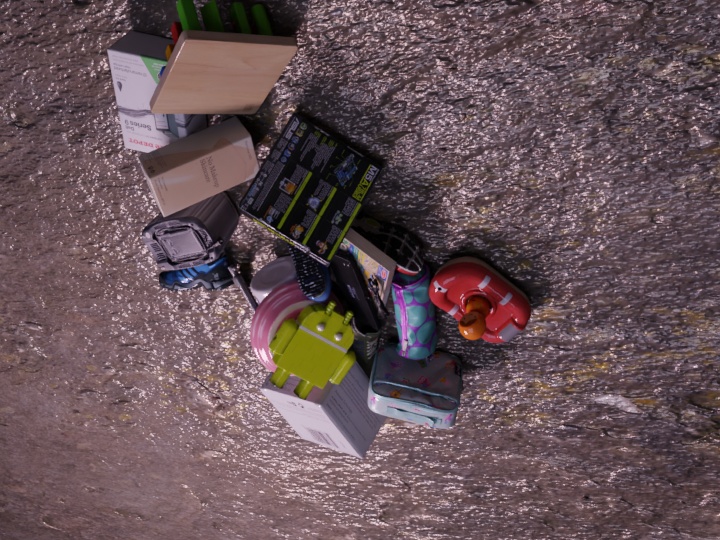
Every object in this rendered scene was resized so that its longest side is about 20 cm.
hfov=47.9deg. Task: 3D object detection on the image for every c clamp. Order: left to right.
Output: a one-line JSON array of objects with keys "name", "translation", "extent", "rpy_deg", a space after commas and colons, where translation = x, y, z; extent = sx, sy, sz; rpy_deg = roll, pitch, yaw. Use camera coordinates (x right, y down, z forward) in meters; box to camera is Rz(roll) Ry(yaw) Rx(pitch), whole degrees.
[{"name": "c clamp", "translation": [-0.226, 0.073, 1.691], "extent": [0.027, 0.171, 0.203], "rpy_deg": [-29, 102, -8]}]

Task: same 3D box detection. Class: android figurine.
[{"name": "android figurine", "translation": [-0.089, 0.152, 1.575], "extent": [0.181, 0.041, 0.202], "rpy_deg": [32, 97, -30]}]

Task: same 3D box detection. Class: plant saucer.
[{"name": "plant saucer", "translation": [-0.118, 0.121, 1.601], "extent": [0.197, 0.051, 0.205], "rpy_deg": [-9, 113, -21]}]

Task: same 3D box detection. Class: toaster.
[{"name": "toaster", "translation": [-0.330, -0.086, 1.620], "extent": [0.197, 0.130, 0.115], "rpy_deg": [-11, 123, 31]}]

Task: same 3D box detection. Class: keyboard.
[{"name": "keyboard", "translation": [0.005, 0.042, 1.540], "extent": [0.126, 0.021, 0.202], "rpy_deg": [25, 151, 38]}]

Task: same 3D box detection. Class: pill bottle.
[{"name": "pill bottle", "translation": [-0.134, 0.083, 1.677], "extent": [0.118, 0.120, 0.202], "rpy_deg": [-8, 124, 29]}]

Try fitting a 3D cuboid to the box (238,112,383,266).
[{"name": "box", "translation": [-0.088, -0.143, 1.431], "extent": [0.191, 0.202, 0.047], "rpy_deg": [30, 170, -6]}]

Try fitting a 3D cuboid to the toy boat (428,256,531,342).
[{"name": "toy boat", "translation": [0.215, 0.074, 1.506], "extent": [0.199, 0.132, 0.131], "rpy_deg": [36, 132, -7]}]

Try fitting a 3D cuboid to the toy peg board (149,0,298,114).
[{"name": "toy peg board", "translation": [-0.238, -0.357, 1.345], "extent": [0.199, 0.197, 0.100], "rpy_deg": [-40, 62, 52]}]

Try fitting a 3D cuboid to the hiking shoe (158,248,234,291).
[{"name": "hiking shoe", "translation": [-0.357, -0.004, 1.753], "extent": [0.196, 0.074, 0.089], "rpy_deg": [-2, 101, 27]}]

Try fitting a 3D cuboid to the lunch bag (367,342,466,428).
[{"name": "lunch bag", "translation": [0.116, 0.236, 1.652], "extent": [0.196, 0.162, 0.078], "rpy_deg": [11, 131, 4]}]

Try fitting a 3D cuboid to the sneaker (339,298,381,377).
[{"name": "sneaker", "translation": [0.007, 0.142, 1.696], "extent": [0.088, 0.067, 0.203], "rpy_deg": [-7, 121, 34]}]

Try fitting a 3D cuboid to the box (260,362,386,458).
[{"name": "box", "translation": [-0.074, 0.279, 1.750], "extent": [0.196, 0.132, 0.201], "rpy_deg": [6, 141, 43]}]

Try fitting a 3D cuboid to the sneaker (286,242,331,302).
[{"name": "sneaker", "translation": [-0.098, -0.037, 1.563], "extent": [0.065, 0.078, 0.204], "rpy_deg": [-15, 79, 12]}]

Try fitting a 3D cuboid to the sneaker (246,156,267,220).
[{"name": "sneaker", "translation": [-0.163, -0.174, 1.531], "extent": [0.199, 0.070, 0.076], "rpy_deg": [-37, 90, 35]}]

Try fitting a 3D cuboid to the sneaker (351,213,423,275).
[{"name": "sneaker", "translation": [0.031, -0.045, 1.542], "extent": [0.198, 0.077, 0.086], "rpy_deg": [29, 145, 13]}]

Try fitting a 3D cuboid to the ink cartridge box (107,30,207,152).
[{"name": "ink cartridge box", "translation": [-0.365, -0.315, 1.480], "extent": [0.143, 0.085, 0.203], "rpy_deg": [13, 131, 13]}]

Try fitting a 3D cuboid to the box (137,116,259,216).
[{"name": "box", "translation": [-0.290, -0.190, 1.469], "extent": [0.078, 0.197, 0.096], "rpy_deg": [50, 161, 43]}]

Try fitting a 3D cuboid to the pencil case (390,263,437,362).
[{"name": "pencil case", "translation": [0.103, 0.082, 1.590], "extent": [0.084, 0.092, 0.203], "rpy_deg": [17, 132, 33]}]

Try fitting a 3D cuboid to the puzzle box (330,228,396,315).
[{"name": "puzzle box", "translation": [0.000, 0.000, 1.534], "extent": [0.132, 0.025, 0.201], "rpy_deg": [36, 156, 13]}]
